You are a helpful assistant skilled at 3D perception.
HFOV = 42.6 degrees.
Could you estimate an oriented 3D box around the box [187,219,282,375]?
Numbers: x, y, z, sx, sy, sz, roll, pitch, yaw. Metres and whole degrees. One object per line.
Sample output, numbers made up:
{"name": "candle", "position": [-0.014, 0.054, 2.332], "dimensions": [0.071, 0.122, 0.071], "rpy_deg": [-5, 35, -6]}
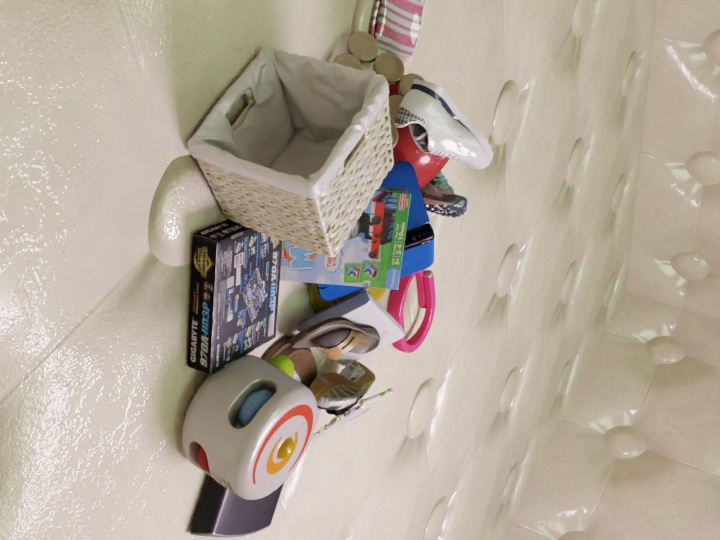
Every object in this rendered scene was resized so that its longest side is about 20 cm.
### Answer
{"name": "box", "position": [-0.174, 0.027, 1.299], "dimensions": [0.159, 0.046, 0.202], "rpy_deg": [-30, 131, -55]}

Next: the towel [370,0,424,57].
{"name": "towel", "position": [0.074, -0.457, 1.512], "dimensions": [0.146, 0.030, 0.202], "rpy_deg": [-8, 113, -61]}

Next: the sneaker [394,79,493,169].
{"name": "sneaker", "position": [0.126, -0.204, 1.405], "dimensions": [0.200, 0.076, 0.081], "rpy_deg": [37, 77, -37]}

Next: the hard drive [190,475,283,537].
{"name": "hard drive", "position": [-0.187, 0.364, 1.485], "dimensions": [0.200, 0.042, 0.136], "rpy_deg": [23, 85, -64]}

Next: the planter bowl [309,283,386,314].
{"name": "planter bowl", "position": [0.000, 0.000, 1.586], "dimensions": [0.200, 0.083, 0.202], "rpy_deg": [-43, 142, -46]}

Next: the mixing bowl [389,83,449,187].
{"name": "mixing bowl", "position": [0.084, -0.227, 1.487], "dimensions": [0.199, 0.108, 0.202], "rpy_deg": [16, 68, -43]}

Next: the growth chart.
{"name": "growth chart", "position": [-0.043, 0.267, 1.611], "dimensions": [0.199, 0.018, 0.145], "rpy_deg": [-34, 168, 17]}

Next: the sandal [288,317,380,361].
{"name": "sandal", "position": [-0.033, 0.124, 1.530], "dimensions": [0.082, 0.055, 0.199], "rpy_deg": [-35, 150, 25]}

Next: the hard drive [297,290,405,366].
{"name": "hard drive", "position": [-0.012, 0.104, 1.601], "dimensions": [0.131, 0.027, 0.200], "rpy_deg": [-27, 153, 9]}

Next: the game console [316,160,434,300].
{"name": "game console", "position": [0.008, -0.059, 1.467], "dimensions": [0.171, 0.198, 0.119], "rpy_deg": [81, -9, -65]}

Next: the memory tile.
{"name": "memory tile", "position": [0.005, -0.252, 1.383], "dimensions": [0.201, 0.153, 0.017], "rpy_deg": [-55, -175, -25]}

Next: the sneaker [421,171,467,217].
{"name": "sneaker", "position": [0.114, -0.150, 1.602], "dimensions": [0.077, 0.199, 0.087], "rpy_deg": [17, 94, -40]}

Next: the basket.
{"name": "basket", "position": [-0.078, -0.155, 1.207], "dimensions": [0.199, 0.199, 0.161], "rpy_deg": [-58, 152, -27]}

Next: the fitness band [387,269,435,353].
{"name": "fitness band", "position": [0.107, 0.079, 1.901], "dimensions": [0.144, 0.037, 0.201], "rpy_deg": [-51, 146, -37]}

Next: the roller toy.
{"name": "roller toy", "position": [-0.154, 0.231, 1.337], "dimensions": [0.182, 0.139, 0.201], "rpy_deg": [0, 115, -62]}

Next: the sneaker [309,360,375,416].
{"name": "sneaker", "position": [-0.039, 0.224, 1.613], "dimensions": [0.088, 0.076, 0.200], "rpy_deg": [-57, 161, 18]}

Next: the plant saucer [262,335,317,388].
{"name": "plant saucer", "position": [-0.128, 0.208, 1.524], "dimensions": [0.200, 0.029, 0.202], "rpy_deg": [-40, 138, -48]}

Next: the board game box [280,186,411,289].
{"name": "board game box", "position": [-0.033, -0.054, 1.377], "dimensions": [0.037, 0.198, 0.153], "rpy_deg": [-110, -155, -71]}
